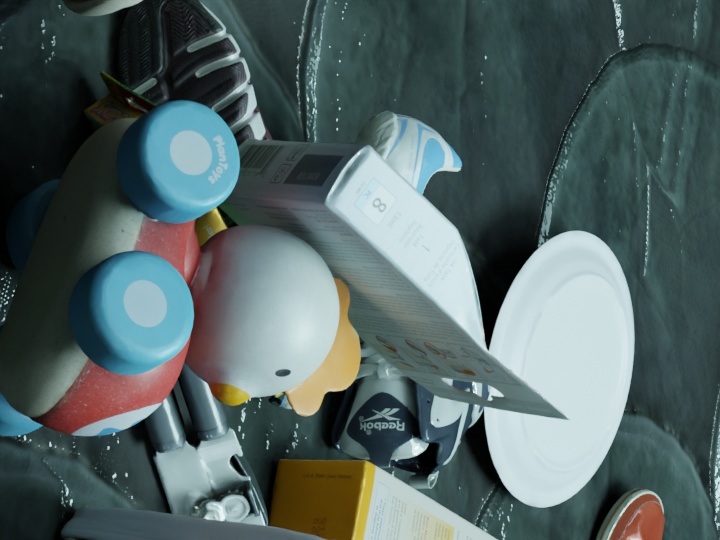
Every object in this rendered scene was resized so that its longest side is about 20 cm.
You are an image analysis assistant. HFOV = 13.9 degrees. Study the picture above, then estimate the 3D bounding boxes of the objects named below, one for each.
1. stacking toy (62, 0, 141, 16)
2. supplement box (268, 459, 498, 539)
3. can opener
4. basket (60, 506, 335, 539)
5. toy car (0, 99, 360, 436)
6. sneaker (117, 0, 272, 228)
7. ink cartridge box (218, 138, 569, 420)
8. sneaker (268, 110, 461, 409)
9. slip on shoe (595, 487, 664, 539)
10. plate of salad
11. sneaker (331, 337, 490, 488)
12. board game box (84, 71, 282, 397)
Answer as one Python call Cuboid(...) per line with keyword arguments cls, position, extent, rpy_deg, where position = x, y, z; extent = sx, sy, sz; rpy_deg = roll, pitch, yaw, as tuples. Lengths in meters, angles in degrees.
Cuboid(cls="stacking toy", position=(-0.174, -0.252, 1.642), extent=(0.200, 0.146, 0.146), rpy_deg=(41, 54, -24))
Cuboid(cls="supplement box", position=(0.016, 0.211, 1.912), extent=(0.200, 0.073, 0.126), rpy_deg=(36, 59, -49))
Cuboid(cls="can opener", position=(-0.106, 0.083, 1.771), extent=(0.066, 0.053, 0.200), rpy_deg=(-101, 175, -66))
Cuboid(cls="basket", position=(-0.079, 0.222, 1.666), extent=(0.136, 0.200, 0.124), rpy_deg=(48, 57, -43))
Cuboid(cls="toy car", position=(-0.084, 0.029, 1.612), extent=(0.200, 0.184, 0.177), rpy_deg=(26, 63, -21))
Cuboid(cls="sneaker", position=(-0.084, -0.074, 1.799), extent=(0.116, 0.076, 0.200), rpy_deg=(-24, 89, -87))
Cuboid(cls="ink cartridge box", position=(0.024, 0.004, 1.678), extent=(0.200, 0.160, 0.047), rpy_deg=(41, 75, -23))
Cuboid(cls="sneaker", position=(0.000, 0.000, 1.849), extent=(0.072, 0.072, 0.200), rpy_deg=(25, 94, -15))
Cuboid(cls="slip on shoe", position=(0.203, 0.258, 2.202), extent=(0.074, 0.061, 0.200), rpy_deg=(41, 54, -45))
Cuboid(cls="plate of salad", position=(0.137, 0.070, 2.124), extent=(0.200, 0.048, 0.201), rpy_deg=(-17, 112, -51))
Cuboid(cls="sneaker", position=(0.020, 0.060, 1.920), extent=(0.130, 0.079, 0.199), rpy_deg=(-71, 151, -42))
Cuboid(cls="board game box", position=(-0.101, -0.022, 1.735), extent=(0.030, 0.096, 0.200), rpy_deg=(-33, 121, -17))
